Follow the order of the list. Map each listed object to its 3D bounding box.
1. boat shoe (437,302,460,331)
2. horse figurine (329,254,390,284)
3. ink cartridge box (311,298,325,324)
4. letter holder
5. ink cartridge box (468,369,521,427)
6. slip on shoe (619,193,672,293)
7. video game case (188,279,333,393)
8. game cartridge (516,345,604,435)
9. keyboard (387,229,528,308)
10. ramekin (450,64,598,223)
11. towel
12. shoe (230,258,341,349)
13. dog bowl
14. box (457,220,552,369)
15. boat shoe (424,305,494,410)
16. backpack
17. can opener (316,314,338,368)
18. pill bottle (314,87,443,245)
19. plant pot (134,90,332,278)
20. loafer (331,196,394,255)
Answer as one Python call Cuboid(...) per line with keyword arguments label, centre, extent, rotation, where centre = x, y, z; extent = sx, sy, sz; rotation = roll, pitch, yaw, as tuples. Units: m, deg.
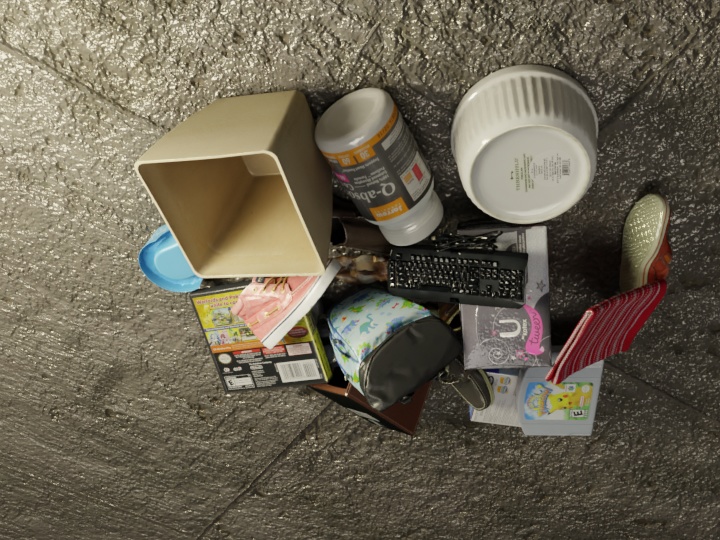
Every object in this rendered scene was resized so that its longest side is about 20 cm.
Cuboid(label="boat shoe", centre=(0.208, 0.037, 1.321), extent=(0.199, 0.069, 0.072), rotation=(-34, 122, 31))
Cuboid(label="horse figurine", centre=(0.000, 0.000, 1.283), extent=(0.198, 0.051, 0.132), rotation=(-4, 175, 36))
Cuboid(label="ink cartridge box", centre=(-0.150, 0.111, 1.441), extent=(0.197, 0.047, 0.199), rotation=(-3, 134, 10))
Cuboid(label="letter holder", centre=(0.025, 0.174, 1.443), extent=(0.100, 0.144, 0.200), rotation=(7, 158, 43))
Cuboid(label="ink cartridge box", centre=(0.265, 0.200, 1.463), extent=(0.197, 0.077, 0.138), rotation=(6, 132, -2))
Cuboid(label="slip on shoe", centre=(0.428, -0.033, 1.244), extent=(0.060, 0.074, 0.202), rotation=(-17, 133, -11))
Cuboid(label="video game case", centre=(-0.158, 0.103, 1.342), extent=(0.197, 0.026, 0.183), rotation=(-9, 110, 25))
Cuboid(label="game cartridge", centre=(0.323, 0.203, 1.390), extent=(0.131, 0.041, 0.202), rotation=(1, 131, 9))
Cuboid(label="keyboard", centre=(0.128, -0.004, 1.155), extent=(0.197, 0.040, 0.106), rotation=(4, 101, 19))
Cuboid(label="ramekin", centre=(0.217, -0.156, 1.113), extent=(0.197, 0.106, 0.202), rotation=(3, 133, 3))
Cuboid(label="towel", centre=(0.359, 0.087, 1.219), extent=(0.198, 0.022, 0.146), rotation=(-15, 139, -40))
Cuboid(label="shoe", centre=(-0.113, 0.029, 1.232), extent=(0.091, 0.072, 0.200), rotation=(41, 128, -4))
Cuboid(label="dog bowl", centre=(-0.247, -0.038, 1.303), extent=(0.198, 0.050, 0.112), rotation=(-20, 128, 23))
Cuboid(label="box", centre=(0.208, 0.032, 1.222), extent=(0.130, 0.115, 0.203), rotation=(-3, 99, 8))
Cuboid(label="boat shoe", centre=(0.144, 0.156, 1.391), extent=(0.071, 0.066, 0.202), rotation=(-26, 101, 49))
Cuboid(label="backpack", centre=(0.032, 0.105, 1.252), extent=(0.162, 0.200, 0.155), rotation=(-34, 97, -10))
Cuboid(label="can opener", centre=(-0.109, 0.119, 1.376), extent=(0.197, 0.079, 0.064), rotation=(-7, 141, 22))
Cuboid(label="pill bottle", centre=(0.031, -0.135, 1.141), extent=(0.115, 0.117, 0.201), rotation=(-19, 129, 21))
Cuboid(label="plant pot", centre=(-0.138, -0.125, 1.108), extent=(0.197, 0.178, 0.201), rotation=(-1, 135, 23))
Cuboid(label="loafer", centre=(-0.016, -0.057, 1.249), extent=(0.197, 0.072, 0.074), rotation=(14, 133, -8))
